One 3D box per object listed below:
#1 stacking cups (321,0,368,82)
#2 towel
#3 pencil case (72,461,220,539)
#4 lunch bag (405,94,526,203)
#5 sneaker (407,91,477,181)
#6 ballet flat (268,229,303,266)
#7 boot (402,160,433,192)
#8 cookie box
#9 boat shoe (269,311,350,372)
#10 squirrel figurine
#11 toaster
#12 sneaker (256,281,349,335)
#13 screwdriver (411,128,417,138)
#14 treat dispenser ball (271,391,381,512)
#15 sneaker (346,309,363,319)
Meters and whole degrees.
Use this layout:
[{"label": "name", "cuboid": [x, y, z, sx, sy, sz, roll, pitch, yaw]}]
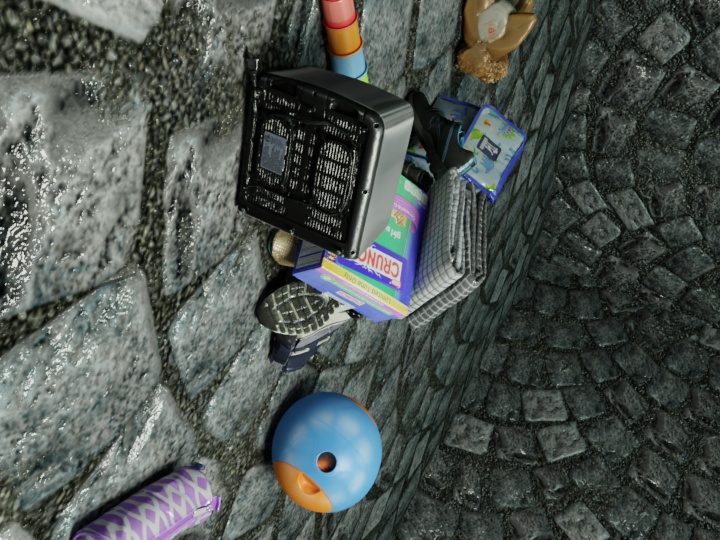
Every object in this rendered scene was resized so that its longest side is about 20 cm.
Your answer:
[{"label": "stacking cups", "cuboid": [-0.022, -0.286, 0.903, 0.061, 0.059, 0.202, -56, 152, -27]}, {"label": "towel", "cuboid": [0.122, -0.031, 1.046, 0.165, 0.084, 0.204, -42, -148, 48]}, {"label": "pencil case", "cuboid": [-0.263, 0.320, 0.838, 0.199, 0.084, 0.086, -21, 128, -62]}, {"label": "lunch bag", "cuboid": [0.205, -0.230, 1.317, 0.172, 0.196, 0.128, -57, 158, -22]}, {"label": "sneaker", "cuboid": [0.141, -0.240, 1.183, 0.080, 0.204, 0.073, -25, 153, 13]}, {"label": "ballet flat", "cuboid": [-0.066, -0.032, 1.014, 0.199, 0.064, 0.072, -4, 116, -67]}, {"label": "boot", "cuboid": [0.049, -0.171, 1.076, 0.069, 0.128, 0.199, -69, 160, 4]}, {"label": "cookie box", "cuboid": [0.007, -0.054, 0.984, 0.169, 0.074, 0.205, 30, 63, -33]}, {"label": "boat shoe", "cuboid": [-0.080, 0.099, 1.119, 0.198, 0.074, 0.095, -17, 135, -56]}, {"label": "squirrel figurine", "cuboid": [0.273, -0.491, 1.373, 0.203, 0.139, 0.187, -64, 175, 33]}, {"label": "toaster", "cuboid": [-0.046, -0.142, 0.803, 0.118, 0.177, 0.205, -39, 146, -56]}, {"label": "sneaker", "cuboid": [-0.074, 0.049, 1.033, 0.196, 0.088, 0.081, -16, 92, -35]}, {"label": "screwdriver", "cuboid": [0.062, -0.252, 1.188, 0.199, 0.029, 0.029, -13, 124, -62]}, {"label": "treat dispenser ball", "cuboid": [-0.059, 0.318, 1.186, 0.202, 0.197, 0.204, -51, 154, -37]}, {"label": "sneaker", "cuboid": [0.028, -0.021, 1.122, 0.089, 0.065, 0.206, 2, 100, -47]}]
